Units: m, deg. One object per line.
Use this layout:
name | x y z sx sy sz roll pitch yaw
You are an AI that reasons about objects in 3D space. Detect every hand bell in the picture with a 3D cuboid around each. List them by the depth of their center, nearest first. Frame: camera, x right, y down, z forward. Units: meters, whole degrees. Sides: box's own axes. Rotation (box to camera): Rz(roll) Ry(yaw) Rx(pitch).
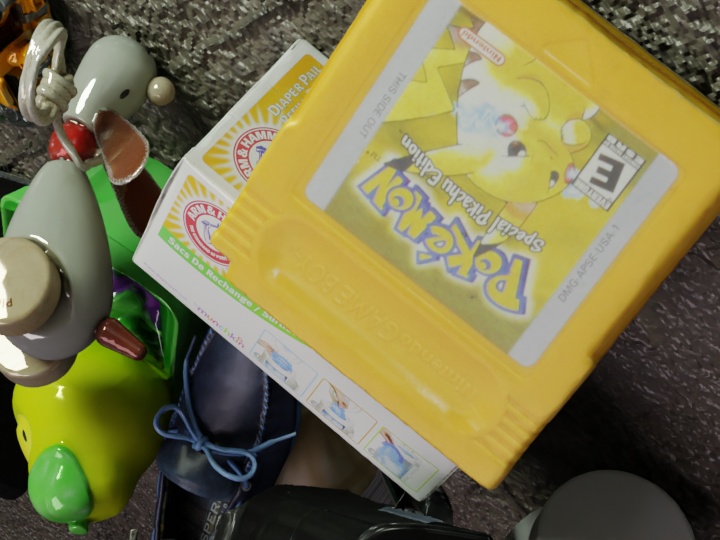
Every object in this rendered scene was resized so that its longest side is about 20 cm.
hand bell | -0.051 0.045 1.049 0.104 0.104 0.201 18 132 34

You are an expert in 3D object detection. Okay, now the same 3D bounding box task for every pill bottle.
pill bottle | 0.126 0.198 0.996 0.114 0.115 0.201 33 150 13

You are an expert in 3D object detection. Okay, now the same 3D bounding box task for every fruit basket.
fruit basket | -0.167 0.053 1.057 0.155 0.216 0.216 33 150 12

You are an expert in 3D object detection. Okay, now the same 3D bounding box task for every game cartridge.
game cartridge | 0.048 -0.029 0.752 0.176 0.032 0.201 37 112 5

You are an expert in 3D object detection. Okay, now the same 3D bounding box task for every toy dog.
toy dog | -0.138 -0.027 0.922 0.096 0.202 0.132 16 180 7

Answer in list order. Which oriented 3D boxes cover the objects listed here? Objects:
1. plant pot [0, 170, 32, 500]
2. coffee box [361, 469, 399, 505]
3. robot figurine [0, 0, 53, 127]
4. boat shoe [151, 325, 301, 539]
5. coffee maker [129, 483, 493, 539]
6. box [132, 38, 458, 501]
plant pot | -0.298 0.050 1.231 0.199 0.200 0.178 17 154 35
coffee box | -0.018 0.182 1.202 0.122 0.044 0.201 18 148 33
robot figurine | -0.253 -0.165 1.007 0.199 0.058 0.146 29 149 22
boat shoe | -0.082 0.117 1.019 0.084 0.069 0.202 22 121 25
coffee maker | -0.010 0.189 0.913 0.200 0.191 0.136 176 81 -71
box | 0.000 0.000 0.870 0.200 0.113 0.101 40 144 2
